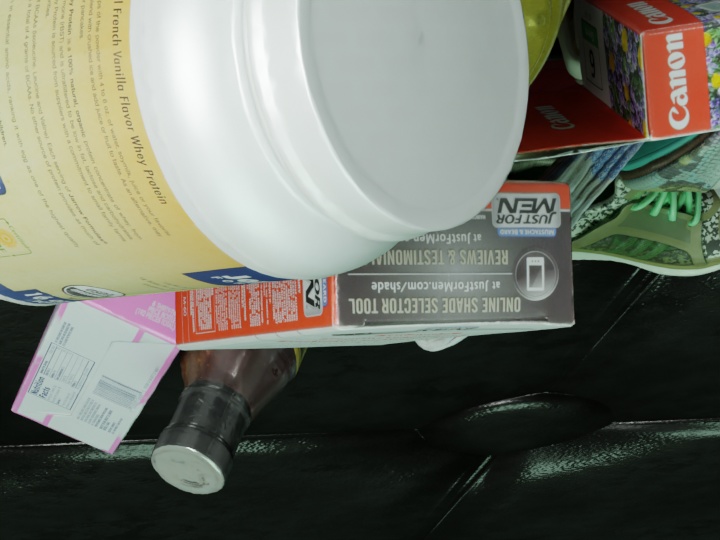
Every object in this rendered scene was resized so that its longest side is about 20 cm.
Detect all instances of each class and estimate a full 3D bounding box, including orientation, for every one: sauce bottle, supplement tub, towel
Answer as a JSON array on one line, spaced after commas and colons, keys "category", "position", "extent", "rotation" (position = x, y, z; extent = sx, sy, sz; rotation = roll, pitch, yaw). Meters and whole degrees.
[{"category": "sauce bottle", "position": [-0.057, 0.029, 1.221], "extent": [0.066, 0.200, 0.066], "rotation": [15, 144, 11]}, {"category": "supplement tub", "position": [-0.057, -0.065, 0.789], "extent": [0.199, 0.145, 0.144], "rotation": [-5, 164, 39]}, {"category": "towel", "position": [0.109, -0.048, 1.125], "extent": [0.024, 0.200, 0.147], "rotation": [42, 149, -2]}]

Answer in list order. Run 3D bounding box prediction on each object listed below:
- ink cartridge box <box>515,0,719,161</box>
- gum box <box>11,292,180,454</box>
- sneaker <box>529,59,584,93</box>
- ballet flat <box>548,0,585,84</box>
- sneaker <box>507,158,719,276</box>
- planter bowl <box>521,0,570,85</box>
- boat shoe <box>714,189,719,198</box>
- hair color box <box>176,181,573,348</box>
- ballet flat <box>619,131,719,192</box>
[{"category": "ink cartridge box", "position": [0.140, -0.095, 0.994], "extent": [0.199, 0.051, 0.109], "rotation": [-9, -162, -7]}, {"category": "gum box", "position": [-0.127, 0.014, 1.256], "extent": [0.066, 0.114, 0.200], "rotation": [25, 153, -7]}, {"category": "sneaker", "position": [0.056, -0.046, 1.169], "extent": [0.078, 0.116, 0.200], "rotation": [14, 152, -43]}, {"category": "ballet flat", "position": [0.082, -0.112, 1.071], "extent": [0.199, 0.064, 0.067], "rotation": [-5, 148, -1]}, {"category": "sneaker", "position": [0.151, -0.040, 1.257], "extent": [0.199, 0.077, 0.089], "rotation": [-4, 168, -7]}, {"category": "planter bowl", "position": [0.017, -0.109, 0.895], "extent": [0.200, 0.084, 0.201], "rotation": [-14, 128, -18]}, {"category": "boat shoe", "position": [0.255, -0.100, 1.170], "extent": [0.064, 0.071, 0.200], "rotation": [-32, 172, -43]}, {"category": "hair color box", "position": [0.000, 0.000, 1.024], "extent": [0.111, 0.064, 0.200], "rotation": [0, 177, -24]}, {"category": "ballet flat", "position": [0.205, -0.085, 1.138], "extent": [0.071, 0.069, 0.200], "rotation": [33, 136, -10]}]
